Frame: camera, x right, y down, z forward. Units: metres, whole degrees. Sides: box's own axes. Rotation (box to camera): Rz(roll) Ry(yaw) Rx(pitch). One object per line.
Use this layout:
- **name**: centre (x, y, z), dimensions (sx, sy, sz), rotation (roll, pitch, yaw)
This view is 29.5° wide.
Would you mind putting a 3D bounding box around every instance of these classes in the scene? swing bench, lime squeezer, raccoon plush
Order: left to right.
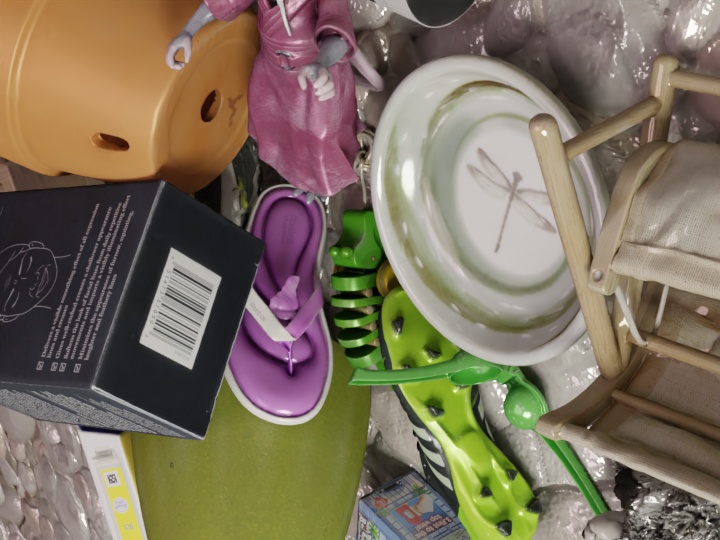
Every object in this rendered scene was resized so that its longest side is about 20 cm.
- **lime squeezer**: centre (0.093, 0.091, 0.905), dimensions (0.200, 0.071, 0.038), rotation (31, 130, -9)
- **raccoon plush**: centre (0.218, 0.169, 0.783), dimensions (0.200, 0.097, 0.134), rotation (22, 131, 42)
- **swing bench**: centre (0.201, 0.014, 0.701), dimensions (0.199, 0.130, 0.200), rotation (21, 127, 43)

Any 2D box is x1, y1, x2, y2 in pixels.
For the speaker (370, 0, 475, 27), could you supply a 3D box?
- **speaker**: centre (-0.010, -0.224, 0.876), dimensions (0.200, 0.081, 0.081), rotation (33, 129, 36)

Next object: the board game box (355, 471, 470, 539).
- **board game box**: centre (0.082, 0.284, 1.014), dimensions (0.200, 0.062, 0.200), rotation (28, 126, 41)

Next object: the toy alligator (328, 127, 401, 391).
- **toy alligator**: centre (0.000, 0.000, 0.985), dimensions (0.059, 0.054, 0.200), rotation (7, 112, 48)

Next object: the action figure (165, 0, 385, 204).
- **action figure**: centre (-0.029, -0.143, 0.850), dimensions (0.134, 0.149, 0.200), rotation (30, 146, 25)

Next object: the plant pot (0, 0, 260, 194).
- **plant pot**: centre (-0.156, -0.142, 0.948), dimensions (0.140, 0.200, 0.200), rotation (28, 128, 20)

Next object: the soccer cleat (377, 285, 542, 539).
- **soccer cleat**: centre (0.058, 0.107, 0.962), dimensions (0.200, 0.068, 0.081), rotation (65, 154, 4)

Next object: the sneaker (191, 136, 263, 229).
- **sneaker**: centre (-0.125, -0.027, 1.069), dimensions (0.085, 0.074, 0.200), rotation (7, 122, 6)

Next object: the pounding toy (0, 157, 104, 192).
- **pounding toy**: centre (-0.319, -0.034, 1.306), dimensions (0.200, 0.142, 0.184), rotation (-14, 97, 41)

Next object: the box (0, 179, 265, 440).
- **box**: centre (-0.188, 0.028, 0.965), dimensions (0.200, 0.107, 0.149), rotation (1, 67, 42)

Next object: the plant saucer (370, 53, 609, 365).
- **plant saucer**: centre (0.090, -0.041, 0.864), dimensions (0.200, 0.050, 0.200), rotation (24, 123, 42)

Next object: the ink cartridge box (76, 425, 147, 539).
- **ink cartridge box**: centre (-0.166, 0.152, 1.152), dimensions (0.047, 0.198, 0.200), rotation (-11, 100, 17)

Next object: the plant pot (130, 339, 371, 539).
- **plant pot**: centre (-0.081, 0.169, 0.986), dimensions (0.200, 0.187, 0.187), rotation (-94, 18, -47)

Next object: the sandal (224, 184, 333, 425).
- **sandal**: centre (-0.060, 0.014, 0.977), dimensions (0.050, 0.082, 0.203), rotation (101, 169, -54)
